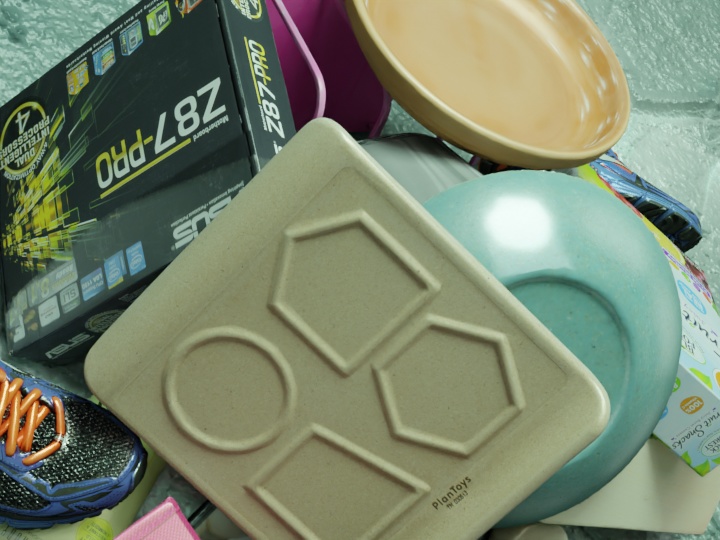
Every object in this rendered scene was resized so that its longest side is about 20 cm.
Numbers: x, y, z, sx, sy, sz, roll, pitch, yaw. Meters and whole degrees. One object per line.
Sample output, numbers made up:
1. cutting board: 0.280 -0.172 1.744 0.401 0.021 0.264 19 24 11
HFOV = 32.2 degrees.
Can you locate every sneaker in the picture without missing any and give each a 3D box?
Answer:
1. sneaker: 0.188 -0.072 0.984 0.200 0.075 0.079 28 48 -16
2. sneaker: -0.203 0.069 0.622 0.200 0.078 0.075 19 57 -5

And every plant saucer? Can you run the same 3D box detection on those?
1. plant saucer: 0.086 0.049 0.653 0.200 0.039 0.202 -3 103 -14
2. plant saucer: 0.075 -0.136 0.774 0.200 0.037 0.200 18 45 -19

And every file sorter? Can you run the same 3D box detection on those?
1. file sorter: -0.026 -0.105 0.810 0.200 0.139 0.126 -4 52 -33

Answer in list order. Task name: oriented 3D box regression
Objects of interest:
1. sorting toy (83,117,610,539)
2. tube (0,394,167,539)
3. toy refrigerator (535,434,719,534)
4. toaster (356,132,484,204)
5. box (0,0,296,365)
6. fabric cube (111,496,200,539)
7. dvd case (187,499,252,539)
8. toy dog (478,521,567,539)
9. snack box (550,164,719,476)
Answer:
1. sorting toy: -0.009 0.055 0.612 0.200 0.185 0.036 45 17 -4
2. tube: -0.134 0.097 0.700 0.058 0.052 0.200 11 50 30
3. toy refrigerator: 0.156 0.116 0.793 0.200 0.070 0.076 15 10 -46
4. toaster: 0.000 0.000 0.720 0.200 0.114 0.129 -18 38 -13
5. box: -0.126 -0.057 0.698 0.049 0.200 0.162 16 53 -52
6. fabric cube: -0.114 0.245 0.505 0.200 0.196 0.200 -34 85 -30
7. dvd case: -0.092 0.232 0.663 0.143 0.018 0.200 47 50 0
8. toy dog: 0.019 0.160 0.728 0.200 0.132 0.097 19 93 -16
9. snack box: 0.177 0.020 0.811 0.142 0.053 0.200 39 25 -16
